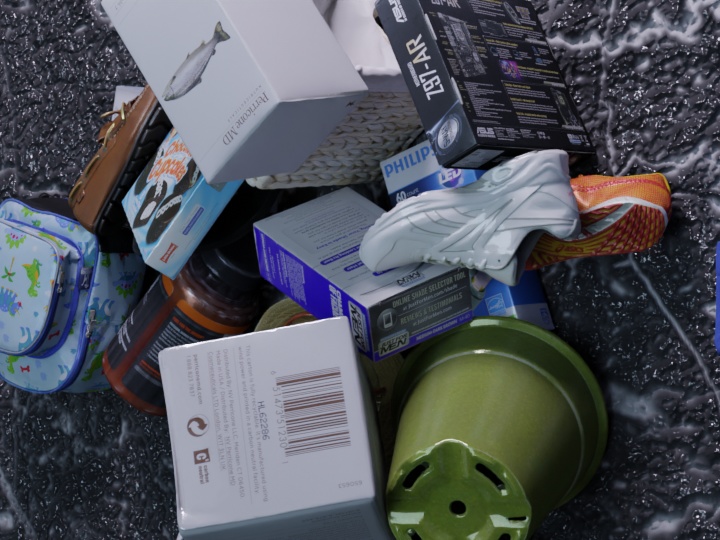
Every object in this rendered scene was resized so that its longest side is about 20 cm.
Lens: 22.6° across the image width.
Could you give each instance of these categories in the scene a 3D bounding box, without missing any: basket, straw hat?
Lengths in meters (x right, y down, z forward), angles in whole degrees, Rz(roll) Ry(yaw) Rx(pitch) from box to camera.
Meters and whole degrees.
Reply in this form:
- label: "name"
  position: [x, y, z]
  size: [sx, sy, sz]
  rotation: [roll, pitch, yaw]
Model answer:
- label: "basket"
  position: [-0.045, -0.197, 1.691]
  size: [0.198, 0.200, 0.161]
  rotation: [53, 125, 22]
- label: "straw hat"
  position: [-0.008, 0.103, 1.734]
  size: [0.201, 0.085, 0.202]
  rotation: [11, 114, 24]

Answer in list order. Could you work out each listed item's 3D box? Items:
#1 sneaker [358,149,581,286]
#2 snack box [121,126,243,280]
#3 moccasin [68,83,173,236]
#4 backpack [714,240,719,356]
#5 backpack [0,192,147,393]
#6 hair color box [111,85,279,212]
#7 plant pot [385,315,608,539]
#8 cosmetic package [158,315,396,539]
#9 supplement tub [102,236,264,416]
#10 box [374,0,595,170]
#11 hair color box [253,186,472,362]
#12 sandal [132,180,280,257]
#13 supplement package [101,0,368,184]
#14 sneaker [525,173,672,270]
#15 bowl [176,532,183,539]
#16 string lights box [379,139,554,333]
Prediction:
- label: "sneaker"
  position: [0.094, -0.027, 1.527]
  size: [0.200, 0.078, 0.100]
  rotation: [-22, 82, 19]
- label: "snack box"
  position: [-0.173, -0.076, 1.729]
  size: [0.116, 0.037, 0.200]
  rotation: [-54, 22, 7]
- label: "moccasin"
  position: [-0.237, -0.132, 1.842]
  size: [0.078, 0.074, 0.202]
  rotation: [43, 120, 22]
- label: "backpack"
  position: [0.390, 0.005, 1.382]
  size: [0.200, 0.162, 0.168]
  rotation: [-2, 87, 38]
- label: "backpack"
  position: [-0.337, 0.031, 1.952]
  size: [0.183, 0.147, 0.201]
  rotation: [18, 105, 38]
- label: "hair color box"
  position: [-0.171, -0.127, 1.872]
  size: [0.200, 0.061, 0.099]
  rotation: [16, 102, 37]
- label: "plant pot"
  position: [0.102, 0.166, 1.547]
  size: [0.200, 0.190, 0.201]
  rotation: [5, 111, 13]
- label: "cosmetic package"
  position: [-0.065, 0.163, 1.552]
  size: [0.166, 0.200, 0.168]
  rotation: [-11, 64, 3]
- label: "supplement tub"
  position: [-0.174, 0.050, 1.852]
  size: [0.200, 0.107, 0.107]
  rotation: [-51, 63, 28]
- label: "box"
  position: [0.111, -0.166, 1.565]
  size: [0.043, 0.200, 0.161]
  rotation: [-31, 74, 33]
- label: "hair color box"
  position: [0.000, 0.000, 1.636]
  size: [0.200, 0.109, 0.065]
  rotation: [34, 140, 50]
- label: "sandal"
  position: [-0.162, -0.056, 1.782]
  size: [0.200, 0.048, 0.075]
  rotation: [-19, 48, 37]
- label: "supplement package"
  position: [-0.108, -0.191, 1.538]
  size: [0.117, 0.117, 0.200]
  rotation: [-45, 69, 36]
- label: "sneaker"
  position: [0.176, -0.047, 1.585]
  size: [0.199, 0.077, 0.073]
  rotation: [0, 121, 18]
- label: "bowl"
  position: [-0.062, 0.276, 1.725]
  size: [0.200, 0.075, 0.200]
  rotation: [-15, 121, 7]
- label: "string lights box"
  position: [0.098, -0.024, 1.669]
  size: [0.103, 0.059, 0.200]
  rotation: [-24, 77, 37]
